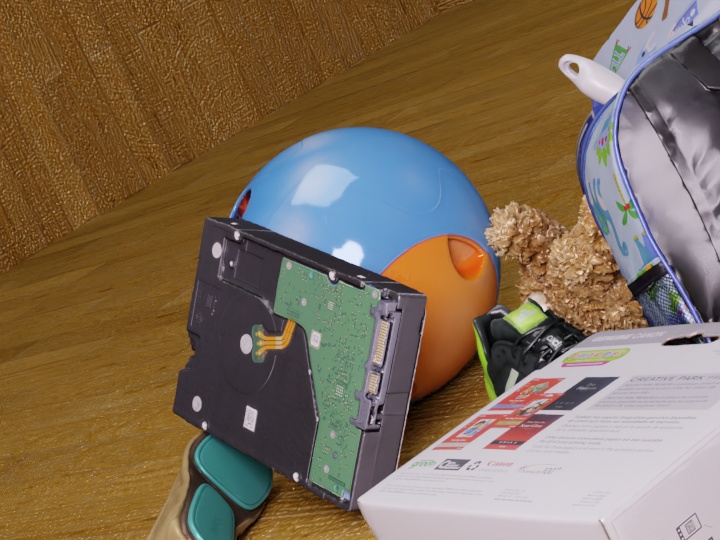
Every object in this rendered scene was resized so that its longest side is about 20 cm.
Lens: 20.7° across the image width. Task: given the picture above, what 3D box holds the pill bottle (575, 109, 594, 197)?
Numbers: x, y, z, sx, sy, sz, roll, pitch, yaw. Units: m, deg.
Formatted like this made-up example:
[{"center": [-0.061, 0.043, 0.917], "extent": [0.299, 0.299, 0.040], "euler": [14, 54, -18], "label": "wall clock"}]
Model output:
[{"center": [0.219, -0.069, 1.449], "extent": [0.115, 0.116, 0.200], "euler": [-24, 11, 9], "label": "pill bottle"}]

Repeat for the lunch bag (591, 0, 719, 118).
[{"center": [0.273, -0.118, 1.270], "extent": [0.170, 0.199, 0.124], "euler": [-52, 26, 38], "label": "lunch bag"}]

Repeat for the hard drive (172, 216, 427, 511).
[{"center": [-0.042, 0.055, 1.257], "extent": [0.038, 0.141, 0.200], "euler": [2, 13, -39], "label": "hard drive"}]

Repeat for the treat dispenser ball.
[{"center": [0.000, 0.000, 1.394], "extent": [0.200, 0.202, 0.201], "euler": [-25, 11, 5], "label": "treat dispenser ball"}]

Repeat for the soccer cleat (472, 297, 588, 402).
[{"center": [0.115, 0.061, 1.162], "extent": [0.067, 0.081, 0.200], "euler": [-28, 11, -15], "label": "soccer cleat"}]

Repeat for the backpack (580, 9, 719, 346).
[{"center": [0.217, -0.033, 1.055], "extent": [0.182, 0.201, 0.147], "euler": [-29, -5, -9], "label": "backpack"}]

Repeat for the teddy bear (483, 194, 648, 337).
[{"center": [0.145, 0.011, 1.211], "extent": [0.200, 0.145, 0.067], "euler": [-8, 51, 60], "label": "teddy bear"}]

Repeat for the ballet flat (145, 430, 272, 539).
[{"center": [-0.107, 0.156, 1.275], "extent": [0.063, 0.069, 0.200], "euler": [-42, 5, 15], "label": "ballet flat"}]

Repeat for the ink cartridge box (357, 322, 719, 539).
[{"center": [0.128, 0.100, 0.934], "extent": [0.175, 0.084, 0.200], "euler": [-33, 13, -28], "label": "ink cartridge box"}]

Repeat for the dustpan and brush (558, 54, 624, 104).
[{"center": [0.202, -0.075, 1.198], "extent": [0.057, 0.199, 0.140], "euler": [-46, -18, -57], "label": "dustpan and brush"}]
